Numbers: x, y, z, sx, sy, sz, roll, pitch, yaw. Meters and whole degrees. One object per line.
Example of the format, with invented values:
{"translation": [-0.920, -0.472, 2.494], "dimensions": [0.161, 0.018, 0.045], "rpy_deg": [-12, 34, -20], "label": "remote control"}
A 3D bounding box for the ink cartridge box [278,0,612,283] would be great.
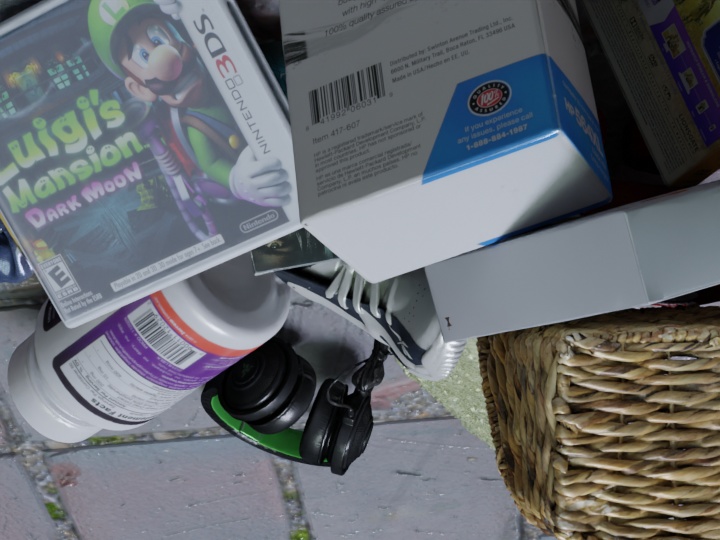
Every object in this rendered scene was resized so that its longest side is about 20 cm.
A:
{"translation": [0.039, -0.116, 0.999], "dimensions": [0.145, 0.201, 0.084], "rpy_deg": [-19, 148, 22], "label": "ink cartridge box"}

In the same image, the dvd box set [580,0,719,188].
{"translation": [0.210, -0.156, 1.005], "dimensions": [0.029, 0.147, 0.200], "rpy_deg": [-2, 152, -44], "label": "dvd box set"}

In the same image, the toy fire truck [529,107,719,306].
{"translation": [0.141, -0.028, 1.215], "dimensions": [0.199, 0.113, 0.168], "rpy_deg": [4, 164, -16], "label": "toy fire truck"}

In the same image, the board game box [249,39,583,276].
{"translation": [0.022, -0.080, 1.117], "dimensions": [0.199, 0.136, 0.028], "rpy_deg": [-11, -179, 11], "label": "board game box"}

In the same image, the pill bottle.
{"translation": [-0.149, 0.039, 1.279], "dimensions": [0.111, 0.112, 0.200], "rpy_deg": [27, 136, -34], "label": "pill bottle"}

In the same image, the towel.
{"translation": [0.116, 0.071, 1.401], "dimensions": [0.148, 0.037, 0.200], "rpy_deg": [-20, 140, 24], "label": "towel"}

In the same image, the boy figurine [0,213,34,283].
{"translation": [-0.194, -0.032, 1.198], "dimensions": [0.199, 0.064, 0.125], "rpy_deg": [-14, 109, 24], "label": "boy figurine"}

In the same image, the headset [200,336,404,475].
{"translation": [-0.036, 0.087, 1.384], "dimensions": [0.123, 0.094, 0.200], "rpy_deg": [31, 156, -19], "label": "headset"}

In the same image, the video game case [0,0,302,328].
{"translation": [-0.136, -0.079, 1.109], "dimensions": [0.199, 0.023, 0.183], "rpy_deg": [-22, 103, 26], "label": "video game case"}

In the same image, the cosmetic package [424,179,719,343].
{"translation": [0.146, -0.010, 0.996], "dimensions": [0.150, 0.052, 0.200], "rpy_deg": [-17, -179, -28], "label": "cosmetic package"}

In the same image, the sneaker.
{"translation": [0.000, 0.000, 1.203], "dimensions": [0.129, 0.199, 0.080], "rpy_deg": [25, 101, -14], "label": "sneaker"}

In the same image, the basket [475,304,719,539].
{"translation": [0.179, 0.096, 1.109], "dimensions": [0.199, 0.144, 0.149], "rpy_deg": [-2, -177, -16], "label": "basket"}
